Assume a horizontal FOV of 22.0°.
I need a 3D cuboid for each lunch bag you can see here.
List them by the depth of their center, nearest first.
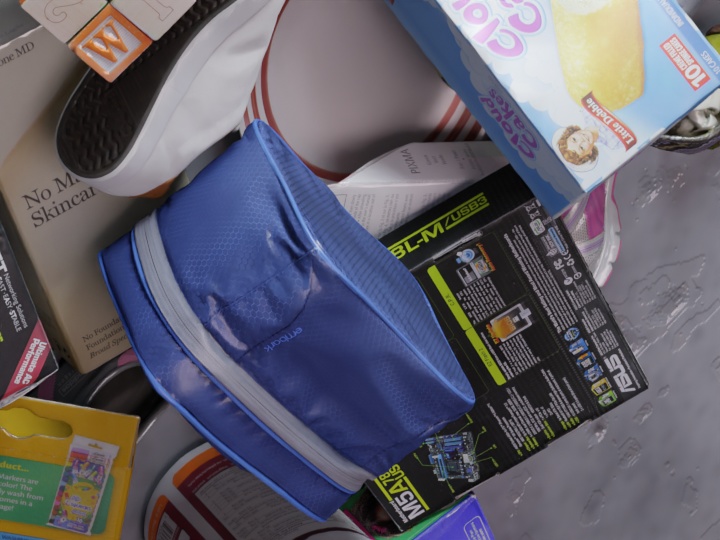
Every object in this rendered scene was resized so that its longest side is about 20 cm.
[{"bbox_3d":[-0.041,0.038,0.996,0.132,0.136,0.200,-36,130,9],"label":"lunch bag"}]

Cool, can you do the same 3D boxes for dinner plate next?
[{"bbox_3d":[0.007,-0.127,1.119,0.199,0.024,0.202,-16,121,-28],"label":"dinner plate"}]

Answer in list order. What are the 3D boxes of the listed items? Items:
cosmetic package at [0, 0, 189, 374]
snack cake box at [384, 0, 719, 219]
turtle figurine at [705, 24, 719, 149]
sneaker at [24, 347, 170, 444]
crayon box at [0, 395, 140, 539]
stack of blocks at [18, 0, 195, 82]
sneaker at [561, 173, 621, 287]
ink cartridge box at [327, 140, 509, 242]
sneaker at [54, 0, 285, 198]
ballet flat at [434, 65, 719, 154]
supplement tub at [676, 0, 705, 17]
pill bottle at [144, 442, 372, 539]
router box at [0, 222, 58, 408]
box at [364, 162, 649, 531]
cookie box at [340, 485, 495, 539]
[{"bbox_3d":[-0.156,-0.057,1.009,0.103,0.073,0.201,-32,128,-19],"label":"cosmetic package"},{"bbox_3d":[0.097,-0.146,1.044,0.115,0.067,0.200,-38,88,-15],"label":"snack cake box"},{"bbox_3d":[0.288,-0.150,1.274,0.161,0.064,0.201,-35,127,-16],"label":"turtle figurine"},{"bbox_3d":[-0.177,0.106,1.066,0.200,0.082,0.070,-49,130,1],"label":"sneaker"},{"bbox_3d":[-0.194,0.138,1.024,0.125,0.052,0.201,10,120,-7],"label":"crayon box"},{"bbox_3d":[-0.075,-0.197,0.864,0.200,0.115,0.059,-42,124,12],"label":"stack of blocks"},{"bbox_3d":[0.122,-0.060,1.201,0.088,0.081,0.202,9,98,-36],"label":"sneaker"},{"bbox_3d":[0.000,0.000,1.151,0.198,0.050,0.162,-1,126,-18],"label":"ink cartridge box"},{"bbox_3d":[-0.076,-0.125,0.949,0.201,0.073,0.085,-54,154,5],"label":"sneaker"},{"bbox_3d":[0.144,-0.119,1.119,0.199,0.072,0.073,12,106,-15],"label":"ballet flat"},{"bbox_3d":[0.205,-0.250,1.130,0.200,0.122,0.123,-49,130,-4],"label":"supplement tub"},{"bbox_3d":[-0.043,0.190,1.123,0.109,0.200,0.110,-15,120,-28],"label":"pill bottle"},{"bbox_3d":[-0.231,-0.043,0.914,0.062,0.150,0.201,-28,126,-20],"label":"router box"},{"bbox_3d":[0.062,0.051,1.155,0.192,0.048,0.200,-29,131,7],"label":"box"},{"bbox_3d":[0.007,0.249,1.268,0.199,0.075,0.172,-36,128,-16],"label":"cookie box"}]
